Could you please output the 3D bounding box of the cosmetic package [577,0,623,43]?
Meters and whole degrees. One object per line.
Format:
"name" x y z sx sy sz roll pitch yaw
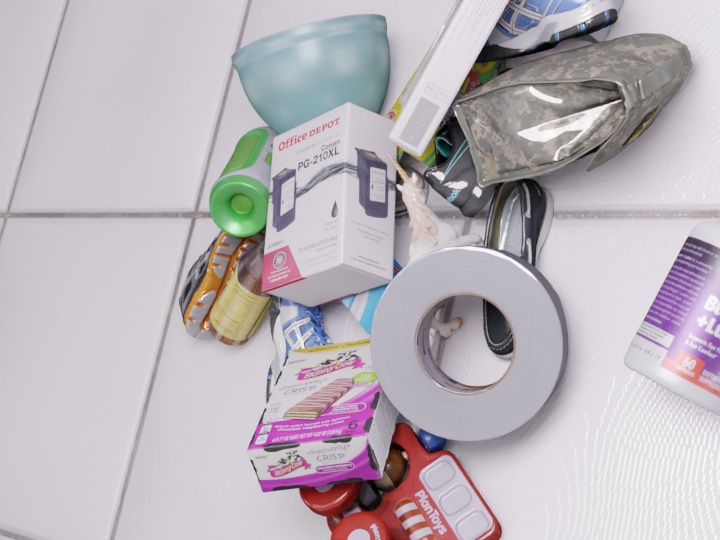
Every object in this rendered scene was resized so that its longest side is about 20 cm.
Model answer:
"cosmetic package" 0.207 -0.336 1.476 0.200 0.071 0.101 28 93 45

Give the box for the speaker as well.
"speaker" -0.135 -0.116 1.632 0.088 0.088 0.200 -42 15 23

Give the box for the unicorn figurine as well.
"unicorn figurine" 0.078 -0.014 1.417 0.074 0.137 0.200 2 74 44

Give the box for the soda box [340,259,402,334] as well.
"soda box" 0.000 0.000 1.536 0.068 0.064 0.200 -52 46 13

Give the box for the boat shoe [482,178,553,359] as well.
"boat shoe" 0.158 -0.006 1.393 0.076 0.060 0.200 -7 68 41

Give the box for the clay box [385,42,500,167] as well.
"clay box" 0.091 -0.206 1.524 0.200 0.048 0.115 -58 22 10

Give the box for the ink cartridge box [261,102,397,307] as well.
"ink cartridge box" -0.035 -0.075 1.485 0.145 0.084 0.200 -19 61 44

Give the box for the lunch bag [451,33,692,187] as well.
"lunch bag" 0.227 -0.168 1.310 0.200 0.164 0.118 -11 104 41

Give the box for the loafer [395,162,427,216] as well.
"loafer" -0.007 -0.112 1.588 0.200 0.063 0.072 15 85 45

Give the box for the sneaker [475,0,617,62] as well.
"sneaker" 0.183 -0.273 1.371 0.200 0.076 0.077 -14 95 44

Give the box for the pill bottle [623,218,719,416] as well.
"pill bottle" 0.336 0.024 1.181 0.111 0.111 0.200 30 95 45

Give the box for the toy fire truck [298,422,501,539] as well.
"toy fire truck" 0.040 0.250 1.382 0.168 0.112 0.200 -32 50 -1

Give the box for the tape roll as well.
"tape roll" 0.114 0.073 1.331 0.200 0.066 0.200 1 93 15

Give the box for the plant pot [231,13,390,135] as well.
"plant pot" -0.049 -0.226 1.603 0.200 0.200 0.134 -14 90 38

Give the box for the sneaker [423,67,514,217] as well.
"sneaker" 0.132 -0.157 1.432 0.200 0.079 0.075 -67 8 -30

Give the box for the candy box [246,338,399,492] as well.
"candy box" -0.031 0.152 1.402 0.136 0.061 0.200 -10 25 16

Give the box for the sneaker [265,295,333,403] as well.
"sneaker" -0.063 0.084 1.558 0.077 0.076 0.200 -3 84 33

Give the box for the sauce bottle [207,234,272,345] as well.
"sauce bottle" -0.130 0.012 1.611 0.200 0.066 0.066 -56 43 36

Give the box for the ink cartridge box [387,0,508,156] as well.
"ink cartridge box" 0.101 -0.236 1.356 0.200 0.045 0.176 -60 3 23

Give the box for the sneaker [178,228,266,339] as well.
"sneaker" -0.185 -0.009 1.705 0.200 0.078 0.077 -57 36 7
